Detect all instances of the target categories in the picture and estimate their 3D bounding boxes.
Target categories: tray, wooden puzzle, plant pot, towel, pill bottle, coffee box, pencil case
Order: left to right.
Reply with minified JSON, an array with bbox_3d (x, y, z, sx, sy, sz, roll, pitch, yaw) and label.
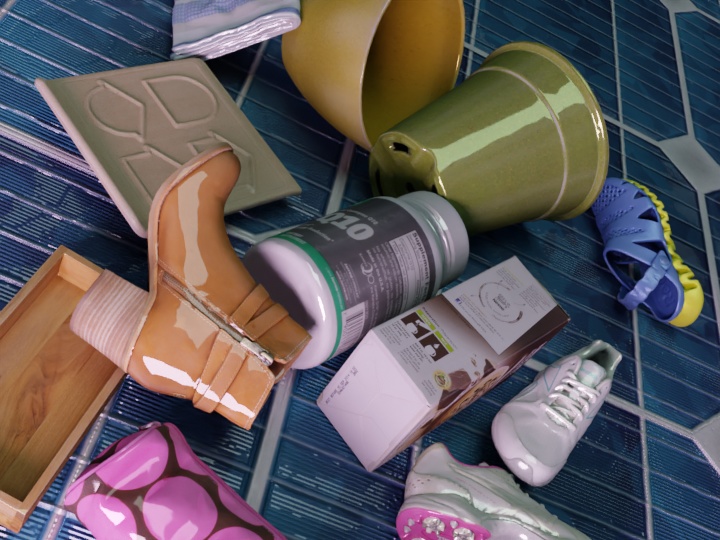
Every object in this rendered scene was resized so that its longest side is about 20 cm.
[{"bbox_3d":[-0.230,0.077,0.656,0.098,0.037,0.200,31,45,-5],"label":"tray"},{"bbox_3d":[-0.177,-0.114,0.849,0.200,0.046,0.185,-19,65,-46],"label":"wooden puzzle"},{"bbox_3d":[-0.098,0.186,0.607,0.200,0.091,0.094,41,79,4],"label":"pencil case"},{"bbox_3d":[-0.138,-0.305,0.986,0.146,0.024,0.201,-16,50,9],"label":"towel"},{"bbox_3d":[0.000,0.000,0.805,0.200,0.113,0.113,-24,68,-43],"label":"pill bottle"},{"bbox_3d":[0.001,-0.236,0.974,0.142,0.201,0.200,24,37,28],"label":"plant pot"},{"bbox_3d":[0.074,0.076,0.785,0.200,0.113,0.080,-24,68,-42],"label":"coffee box"},{"bbox_3d":[0.115,-0.113,0.941,0.190,0.200,0.200,-26,69,-28],"label":"plant pot"}]

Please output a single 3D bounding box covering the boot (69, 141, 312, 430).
[{"bbox_3d":[-0.102,0.010,0.695,0.154,0.074,0.200,29,68,2],"label":"boot"}]

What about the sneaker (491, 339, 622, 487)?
[{"bbox_3d":[0.178,0.117,0.818,0.070,0.080,0.200,42,35,6],"label":"sneaker"}]

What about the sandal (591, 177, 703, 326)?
[{"bbox_3d":[0.313,-0.026,1.047,0.087,0.080,0.201,-2,53,-28],"label":"sandal"}]

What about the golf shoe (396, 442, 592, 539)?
[{"bbox_3d":[0.126,0.202,0.740,0.199,0.075,0.092,25,41,-12],"label":"golf shoe"}]
